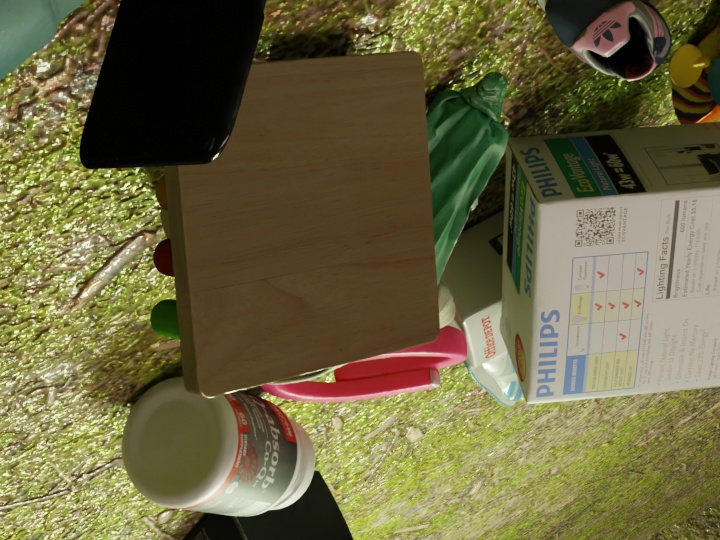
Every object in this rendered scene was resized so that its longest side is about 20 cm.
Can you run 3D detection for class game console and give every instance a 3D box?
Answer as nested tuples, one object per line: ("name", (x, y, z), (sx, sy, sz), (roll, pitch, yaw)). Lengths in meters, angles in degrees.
("game console", (-0.044, -0.128, 0.652), (0.175, 0.117, 0.200), (-20, -168, -26))

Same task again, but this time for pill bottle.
("pill bottle", (-0.125, 0.169, 1.267), (0.116, 0.116, 0.200), (-35, 157, 12))

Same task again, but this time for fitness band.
("fitness band", (0.002, 0.087, 1.265), (0.199, 0.038, 0.144), (-11, 161, 19))

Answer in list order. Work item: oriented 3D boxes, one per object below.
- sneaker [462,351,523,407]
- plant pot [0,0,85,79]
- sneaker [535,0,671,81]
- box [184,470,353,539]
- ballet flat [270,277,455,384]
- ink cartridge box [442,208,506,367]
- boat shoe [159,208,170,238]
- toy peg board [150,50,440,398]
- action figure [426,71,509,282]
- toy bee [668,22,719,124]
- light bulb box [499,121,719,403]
("sneaker", (0.167, 0.096, 1.520), (0.081, 0.077, 0.200), (-36, 158, 8))
("plant pot", (-0.118, -0.188, 0.487), (0.196, 0.200, 0.200), (-35, 158, -11))
("sneaker", (0.195, -0.166, 1.015), (0.070, 0.082, 0.200), (-40, 155, 22))
("box", (-0.127, 0.344, 1.629), (0.147, 0.105, 0.200), (-8, 149, -40))
("ballet flat", (-0.011, 0.058, 1.151), (0.199, 0.068, 0.062), (-19, 151, 19))
("ink cartridge box", (0.169, -0.005, 1.306), (0.199, 0.085, 0.146), (-30, 156, -2))
("boat shoe", (-0.068, -0.015, 1.017), (0.068, 0.075, 0.200), (-30, 157, 14))
("toy peg board", (-0.057, -0.038, 0.906), (0.199, 0.200, 0.098), (-11, -169, -38))
("action figure", (0.057, -0.070, 1.048), (0.200, 0.118, 0.055), (-56, 170, 31))
("toy bee", (0.327, -0.192, 1.125), (0.131, 0.109, 0.199), (-18, 180, -45))
("light bulb box", (0.227, -0.008, 1.149), (0.199, 0.125, 0.199), (-4, 120, -6))
